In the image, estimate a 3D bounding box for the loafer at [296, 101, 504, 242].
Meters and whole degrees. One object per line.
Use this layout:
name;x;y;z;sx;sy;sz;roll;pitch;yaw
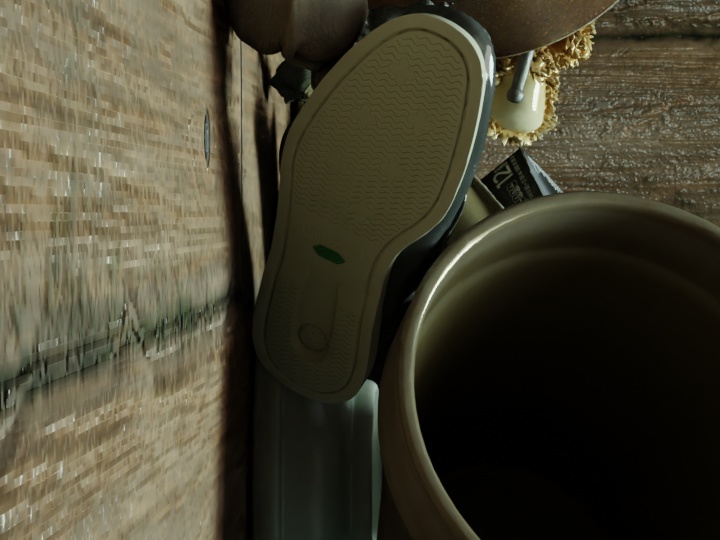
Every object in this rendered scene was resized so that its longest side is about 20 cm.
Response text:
loafer;0.023;-0.031;1.266;0.200;0.076;0.067;47;3;34

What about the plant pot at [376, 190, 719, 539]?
plant pot;0.086;0.094;1.047;0.174;0.199;0.200;120;-24;-56

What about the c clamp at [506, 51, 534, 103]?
c clamp;0.037;-0.190;1.304;0.027;0.200;0.171;26;86;-49

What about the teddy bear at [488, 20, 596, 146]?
teddy bear;0.065;-0.154;1.375;0.067;0.145;0.200;120;-35;-55

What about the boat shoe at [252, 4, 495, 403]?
boat shoe;0.009;-0.035;1.005;0.068;0.072;0.200;-48;166;-44

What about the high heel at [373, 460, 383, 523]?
high heel;0.051;0.089;1.209;0.067;0.096;0.200;46;-49;44

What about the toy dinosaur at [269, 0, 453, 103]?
toy dinosaur;-0.001;-0.128;1.082;0.200;0.088;0.048;86;5;-55

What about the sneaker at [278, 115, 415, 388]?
sneaker;0.003;-0.001;1.172;0.104;0.060;0.200;-132;-153;-60

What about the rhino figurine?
rhino figurine;-0.020;-0.170;0.963;0.087;0.060;0.201;38;55;-86

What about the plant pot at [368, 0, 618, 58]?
plant pot;0.036;-0.228;1.178;0.200;0.186;0.187;46;40;-58

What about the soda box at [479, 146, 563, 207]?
soda box;0.100;0.029;1.279;0.063;0.071;0.200;41;17;-35

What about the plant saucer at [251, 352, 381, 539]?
plant saucer;-0.017;0.103;1.134;0.200;0.050;0.201;-1;90;-87
